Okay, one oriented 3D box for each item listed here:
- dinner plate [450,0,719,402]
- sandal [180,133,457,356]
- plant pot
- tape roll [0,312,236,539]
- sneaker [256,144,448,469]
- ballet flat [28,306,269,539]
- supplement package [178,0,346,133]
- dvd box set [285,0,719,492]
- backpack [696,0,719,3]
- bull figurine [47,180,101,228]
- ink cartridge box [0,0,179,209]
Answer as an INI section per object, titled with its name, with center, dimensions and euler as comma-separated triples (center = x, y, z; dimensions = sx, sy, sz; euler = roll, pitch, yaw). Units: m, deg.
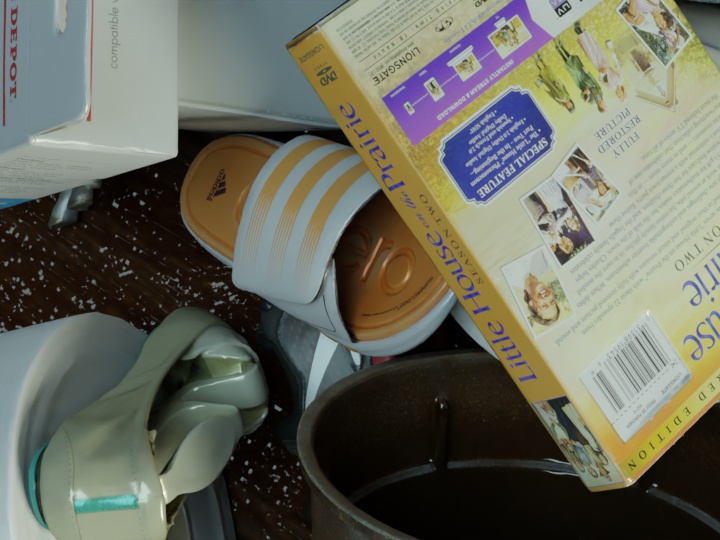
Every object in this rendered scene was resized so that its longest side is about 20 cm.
[dinner plate]
center = 0.120, -0.037, 0.813
dimensions = 0.200, 0.024, 0.200
euler = -1, 65, 3
[sandal]
center = -0.034, -0.021, 0.829
dimensions = 0.207, 0.059, 0.079
euler = 20, 86, 50
[plant pot]
center = 0.066, 0.160, 0.777
dimensions = 0.200, 0.200, 0.198
euler = 14, 113, 21
[tape roll]
center = -0.127, 0.122, 0.857
dimensions = 0.071, 0.202, 0.203
euler = -14, 83, 21
[sneaker]
center = 0.000, 0.000, 0.880
dimensions = 0.098, 0.071, 0.201
euler = 2, 87, 23
[ballet flat]
center = -0.074, 0.064, 0.839
dimensions = 0.069, 0.200, 0.070
euler = 6, 112, 14
[supplement package]
center = -0.069, -0.166, 0.870
dimensions = 0.117, 0.117, 0.200
euler = 3, 88, 52
[dvd box set]
center = 0.082, -0.040, 0.722
dimensions = 0.200, 0.146, 0.029
euler = 55, 150, -8
[backpack]
center = 0.170, -0.198, 0.784
dimensions = 0.200, 0.147, 0.183
euler = 9, 93, 19
[bull figurine]
center = -0.209, -0.067, 0.969
dimensions = 0.200, 0.065, 0.121
euler = -18, 85, 22
[ink cartridge box]
center = -0.131, -0.095, 0.790
dimensions = 0.200, 0.067, 0.116
euler = -9, 78, 53
